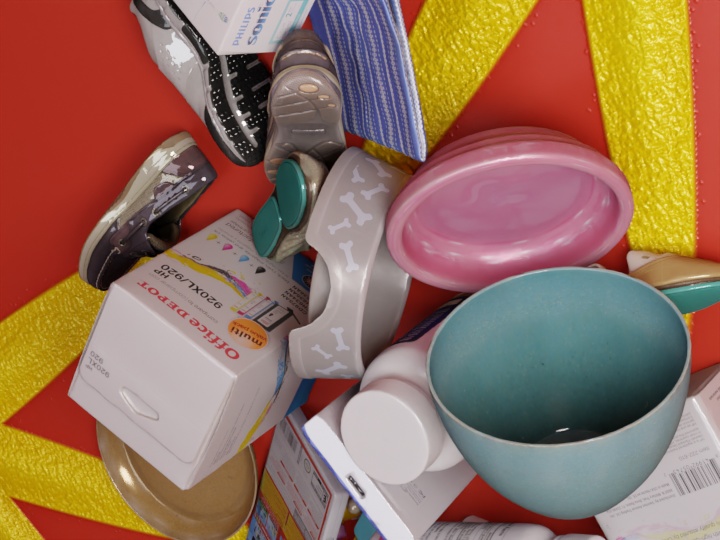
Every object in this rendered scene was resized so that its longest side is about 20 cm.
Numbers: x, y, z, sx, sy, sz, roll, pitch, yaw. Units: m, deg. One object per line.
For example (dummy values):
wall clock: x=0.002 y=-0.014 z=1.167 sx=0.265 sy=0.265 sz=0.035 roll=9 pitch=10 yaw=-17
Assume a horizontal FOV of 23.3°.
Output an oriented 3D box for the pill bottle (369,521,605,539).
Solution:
pill bottle: x=0.109 y=0.269 z=1.468 sx=0.199 sy=0.113 sz=0.114 roll=-3 pitch=108 yaw=30

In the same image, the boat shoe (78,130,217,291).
boat shoe: x=-0.202 y=-0.043 z=1.654 sx=0.065 sy=0.072 sz=0.200 roll=46 pitch=121 yaw=13

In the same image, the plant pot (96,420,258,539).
plant pot: x=-0.181 y=0.182 z=1.763 sx=0.199 sy=0.027 sz=0.201 roll=13 pitch=116 yaw=29

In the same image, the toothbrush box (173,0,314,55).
toothbrush box: x=-0.112 y=-0.297 z=1.443 sx=0.200 sy=0.085 sz=0.147 roll=51 pitch=130 yaw=29

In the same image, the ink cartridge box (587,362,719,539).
ink cartridge box: x=0.280 y=0.197 z=1.437 sx=0.144 sy=0.085 sz=0.201 roll=-27 pitch=93 yaw=38

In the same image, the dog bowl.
dog bowl: x=0.000 y=0.000 z=1.469 sx=0.058 sy=0.200 sz=0.201 roll=14 pitch=117 yaw=14

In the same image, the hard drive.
hard drive: x=0.031 y=0.154 z=1.506 sx=0.025 sy=0.200 sz=0.132 roll=-39 pitch=87 yaw=23

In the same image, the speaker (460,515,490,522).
speaker: x=0.174 y=0.288 z=1.547 sx=0.199 sy=0.081 sz=0.082 roll=18 pitch=119 yaw=26

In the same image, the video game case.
video game case: x=-0.065 y=0.246 z=1.673 sx=0.143 sy=0.017 sz=0.201 roll=55 pitch=138 yaw=48

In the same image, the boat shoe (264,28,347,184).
boat shoe: x=-0.044 y=-0.136 z=1.489 sx=0.074 sy=0.074 sz=0.200 roll=4 pitch=155 yaw=-6

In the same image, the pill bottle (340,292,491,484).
pill bottle: x=0.068 y=0.100 z=1.458 sx=0.110 sy=0.200 sz=0.112 roll=13 pitch=116 yaw=28

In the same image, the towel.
towel: x=0.000 y=-0.171 z=1.428 sx=0.200 sy=0.024 sz=0.146 roll=-148 pitch=43 yaw=-67

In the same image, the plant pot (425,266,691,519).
plant pot: x=0.159 y=0.112 z=1.345 sx=0.199 sy=0.200 sz=0.135 roll=11 pitch=134 yaw=28

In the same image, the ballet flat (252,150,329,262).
ballet flat: x=-0.046 y=-0.059 z=1.508 sx=0.200 sy=0.062 sz=0.068 roll=139 pitch=120 yaw=-70

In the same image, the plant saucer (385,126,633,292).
plant saucer: x=0.117 y=-0.052 z=1.397 sx=0.200 sy=0.200 sz=0.051 roll=-33 pitch=51 yaw=37

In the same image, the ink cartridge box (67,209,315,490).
ink cartridge box: x=-0.134 y=0.068 z=1.574 sx=0.147 sy=0.200 sz=0.145 roll=35 pitch=125 yaw=15

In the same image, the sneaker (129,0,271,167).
sneaker: x=-0.140 y=-0.183 z=1.564 sx=0.080 sy=0.073 sz=0.201 roll=-24 pitch=92 yaw=52

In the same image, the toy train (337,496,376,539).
toy train: x=0.000 y=0.266 z=1.647 sx=0.199 sy=0.055 sz=0.151 roll=11 pitch=105 yaw=55

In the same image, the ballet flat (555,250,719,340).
ballet flat: x=0.211 y=0.017 z=1.418 sx=0.199 sy=0.068 sz=0.063 roll=-23 pitch=63 yaw=30
